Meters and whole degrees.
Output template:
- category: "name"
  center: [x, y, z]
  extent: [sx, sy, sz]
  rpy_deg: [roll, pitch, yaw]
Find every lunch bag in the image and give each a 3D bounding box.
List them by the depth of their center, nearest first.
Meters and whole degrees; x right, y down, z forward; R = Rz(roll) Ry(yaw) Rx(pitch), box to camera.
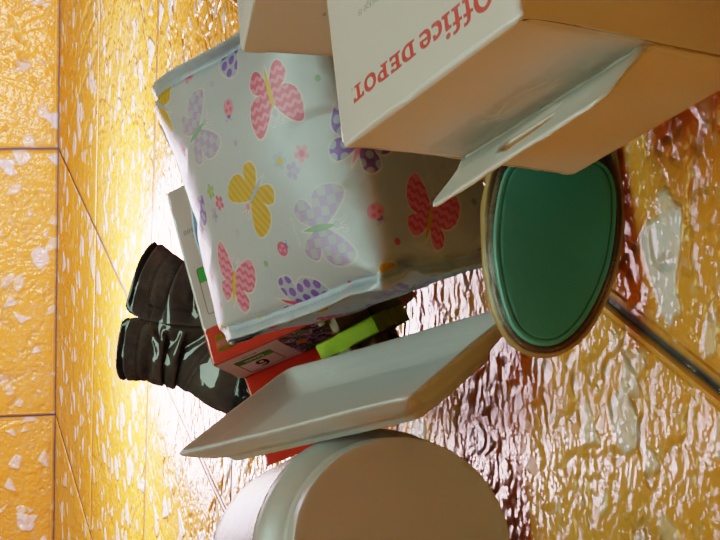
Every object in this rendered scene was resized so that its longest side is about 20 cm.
- category: "lunch bag"
  center: [-0.031, -0.056, 1.026]
  extent: [0.200, 0.127, 0.170]
  rpy_deg: [-21, 83, 47]

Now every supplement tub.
- category: "supplement tub"
  center: [-0.003, 0.170, 1.025]
  extent: [0.200, 0.144, 0.145]
  rpy_deg: [140, 127, -69]

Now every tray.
- category: "tray"
  center: [-0.007, 0.071, 0.998]
  extent: [0.200, 0.107, 0.022]
  rpy_deg: [-18, 102, 45]

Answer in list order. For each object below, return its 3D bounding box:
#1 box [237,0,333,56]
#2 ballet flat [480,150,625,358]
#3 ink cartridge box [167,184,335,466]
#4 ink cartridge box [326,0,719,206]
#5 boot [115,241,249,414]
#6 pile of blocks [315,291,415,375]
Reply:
- category: "box"
  center: [-0.001, -0.214, 0.915]
  extent: [0.098, 0.124, 0.201]
  rpy_deg: [110, 159, -54]
- category: "ballet flat"
  center: [0.090, -0.054, 0.843]
  extent: [0.063, 0.068, 0.201]
  rpy_deg: [123, 152, -78]
- category: "ink cartridge box"
  center: [-0.053, 0.019, 1.205]
  extent: [0.050, 0.109, 0.201]
  rpy_deg: [34, -145, -63]
- category: "ink cartridge box"
  center: [0.068, -0.134, 0.736]
  extent: [0.128, 0.125, 0.201]
  rpy_deg: [-31, 60, 53]
- category: "boot"
  center: [-0.099, 0.003, 1.285]
  extent: [0.070, 0.131, 0.201]
  rpy_deg: [32, -101, -76]
- category: "pile of blocks"
  center: [0.000, 0.000, 1.123]
  extent: [0.062, 0.082, 0.201]
  rpy_deg: [-29, 61, 27]
